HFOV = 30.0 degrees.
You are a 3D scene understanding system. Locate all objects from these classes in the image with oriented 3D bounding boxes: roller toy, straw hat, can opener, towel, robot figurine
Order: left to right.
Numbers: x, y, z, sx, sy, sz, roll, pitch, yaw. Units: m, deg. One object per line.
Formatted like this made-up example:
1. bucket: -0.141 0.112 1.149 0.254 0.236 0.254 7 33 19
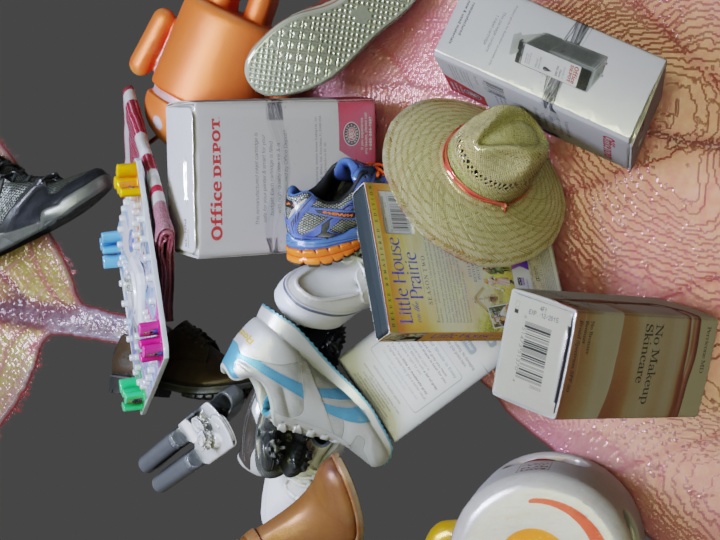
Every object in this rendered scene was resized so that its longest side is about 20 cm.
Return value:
1. towel: -0.218 -0.067 1.354 0.022 0.145 0.202 -9 52 -16
2. can opener: -0.172 0.181 1.399 0.053 0.066 0.200 55 140 4
3. robot figurine: -0.148 -0.200 1.368 0.116 0.143 0.202 38 107 50
4. straw hat: 0.126 -0.107 1.241 0.202 0.200 0.085 50 141 7
5. roller toy: 0.179 0.273 1.294 0.199 0.140 0.183 40 103 11

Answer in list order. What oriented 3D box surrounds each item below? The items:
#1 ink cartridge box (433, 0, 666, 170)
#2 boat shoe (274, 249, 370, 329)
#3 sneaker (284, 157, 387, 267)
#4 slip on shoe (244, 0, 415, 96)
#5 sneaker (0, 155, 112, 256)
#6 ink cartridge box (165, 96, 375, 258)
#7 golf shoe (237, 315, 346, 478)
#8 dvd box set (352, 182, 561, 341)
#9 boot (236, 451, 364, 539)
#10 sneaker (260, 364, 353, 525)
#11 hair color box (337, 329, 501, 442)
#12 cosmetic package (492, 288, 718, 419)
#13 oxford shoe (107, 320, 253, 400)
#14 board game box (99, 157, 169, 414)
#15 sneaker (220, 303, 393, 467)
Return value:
1. ink cartridge box: 0.180 -0.182 1.254 0.198 0.147 0.084 26 89 12
2. boat shoe: 0.000 0.000 1.297 0.074 0.199 0.066 48 128 21
3. sneaker: 0.011 -0.075 1.276 0.075 0.199 0.079 20 133 51
4. slip on shoe: -0.030 -0.239 1.330 0.199 0.061 0.075 -37 107 -9
5. sneaker: -0.368 -0.090 1.462 0.197 0.076 0.116 -21 94 22
6. ink cartridge box: -0.087 -0.094 1.313 0.082 0.197 0.149 13 105 60
7. golf shoe: -0.079 0.110 1.352 0.094 0.077 0.202 -17 48 52
8. dvd box set: 0.094 -0.006 1.246 0.029 0.197 0.148 -41 55 55
9. boot: -0.083 0.262 1.334 0.153 0.201 0.077 -11 58 -19
10. sneaker: -0.053 0.189 1.384 0.074 0.087 0.202 27 103 5
11. hair color box: 0.085 0.069 1.318 0.199 0.061 0.100 -36 84 -3
12. cosmetic package: 0.226 0.077 1.229 0.087 0.198 0.105 19 103 50
13. oxford shoe: -0.173 0.096 1.423 0.197 0.073 0.086 4 83 11
14. board game box: -0.228 0.021 1.334 0.025 0.200 0.203 -5 70 -18
15. sneaker: -0.048 0.124 1.273 0.081 0.076 0.200 -47 110 -7
